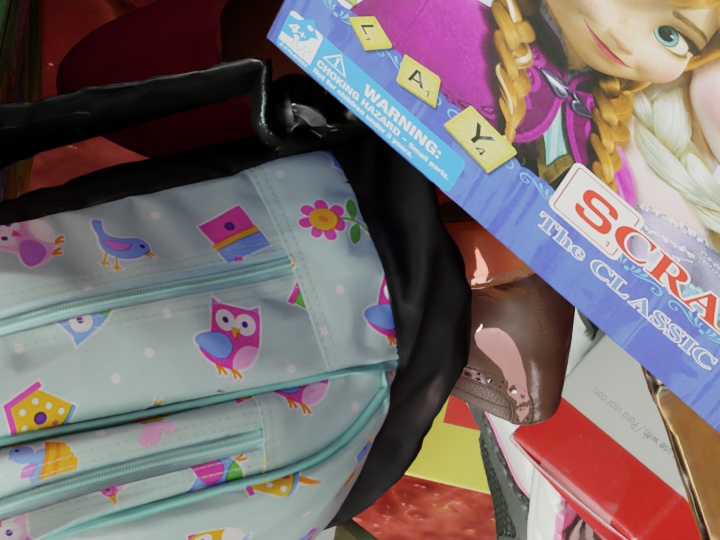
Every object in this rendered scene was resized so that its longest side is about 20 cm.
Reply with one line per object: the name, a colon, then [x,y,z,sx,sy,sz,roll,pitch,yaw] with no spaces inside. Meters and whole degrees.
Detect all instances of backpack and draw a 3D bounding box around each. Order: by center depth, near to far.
backpack: [-0.080,0.037,0.799,0.200,0.127,0.167,-13,154,-32]

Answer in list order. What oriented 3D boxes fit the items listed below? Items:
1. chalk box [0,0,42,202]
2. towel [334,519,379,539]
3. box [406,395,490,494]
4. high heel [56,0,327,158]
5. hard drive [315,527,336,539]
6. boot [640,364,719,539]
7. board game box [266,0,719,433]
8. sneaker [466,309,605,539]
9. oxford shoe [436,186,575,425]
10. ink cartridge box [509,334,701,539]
chalk box: [-0.159,-0.063,0.873,0.124,0.125,0.200,9,151,-2]
towel: [-0.081,0.096,1.109,0.171,0.048,0.200,16,-178,-14]
box: [0.046,0.053,1.067,0.200,0.050,0.075,14,-179,-9]
high heel: [0.007,-0.078,0.863,0.200,0.068,0.096,-9,159,-1]
hard drive: [-0.093,0.055,1.049,0.132,0.026,0.200,17,-178,-16]
boot: [0.189,0.034,0.851,0.200,0.188,0.068,-25,-170,-4]
board game box: [0.085,-0.052,0.700,0.200,0.041,0.200,41,149,7]
sneaker: [0.058,0.017,0.981,0.086,0.080,0.200,26,130,32]
oxford shoe: [0.000,0.000,0.916,0.071,0.073,0.200,-17,-162,-21]
ink cartridge box: [0.128,0.051,0.937,0.067,0.200,0.116,41,175,43]
